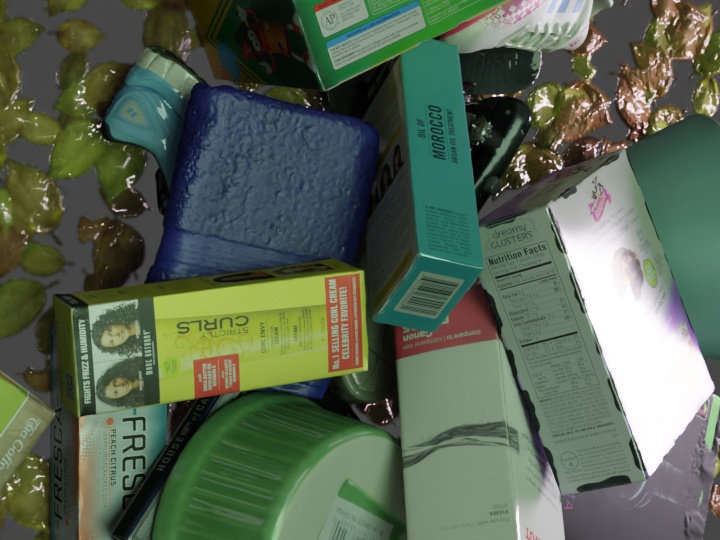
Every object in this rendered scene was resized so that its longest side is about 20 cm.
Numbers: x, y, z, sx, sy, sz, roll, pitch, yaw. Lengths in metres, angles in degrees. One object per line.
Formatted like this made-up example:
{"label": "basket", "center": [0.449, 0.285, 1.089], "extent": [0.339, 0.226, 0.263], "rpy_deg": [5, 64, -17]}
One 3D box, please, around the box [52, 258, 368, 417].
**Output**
{"label": "box", "center": [-0.095, 0.042, 0.998], "extent": [0.199, 0.050, 0.076], "rpy_deg": [-6, 102, -26]}

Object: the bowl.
{"label": "bowl", "center": [0.236, -0.019, 1.241], "extent": [0.105, 0.201, 0.202], "rpy_deg": [-9, 101, -9]}

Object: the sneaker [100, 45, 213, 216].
{"label": "sneaker", "center": [-0.104, -0.067, 1.106], "extent": [0.090, 0.078, 0.200], "rpy_deg": [-46, 112, 2]}

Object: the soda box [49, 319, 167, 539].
{"label": "soda box", "center": [-0.177, 0.133, 1.081], "extent": [0.068, 0.064, 0.201], "rpy_deg": [-2, 98, -30]}

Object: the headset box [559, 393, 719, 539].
{"label": "headset box", "center": [0.198, 0.160, 1.251], "extent": [0.200, 0.093, 0.175], "rpy_deg": [29, 68, -37]}

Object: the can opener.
{"label": "can opener", "center": [0.070, -0.050, 1.193], "extent": [0.079, 0.063, 0.200], "rpy_deg": [41, 79, -44]}

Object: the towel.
{"label": "towel", "center": [-0.073, -0.018, 1.055], "extent": [0.147, 0.050, 0.201], "rpy_deg": [12, 94, -29]}

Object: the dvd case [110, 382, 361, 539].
{"label": "dvd case", "center": [-0.081, 0.150, 1.116], "extent": [0.200, 0.025, 0.150], "rpy_deg": [-58, 134, -26]}

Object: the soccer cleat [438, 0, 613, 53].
{"label": "soccer cleat", "center": [0.136, -0.198, 1.187], "extent": [0.200, 0.070, 0.087], "rpy_deg": [-41, 108, -41]}

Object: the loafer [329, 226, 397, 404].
{"label": "loafer", "center": [0.000, 0.000, 1.152], "extent": [0.072, 0.063, 0.201], "rpy_deg": [10, 77, -24]}

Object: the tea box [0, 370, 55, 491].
{"label": "tea box", "center": [-0.320, 0.068, 0.912], "extent": [0.197, 0.200, 0.134], "rpy_deg": [42, 75, -28]}

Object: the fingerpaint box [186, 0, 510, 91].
{"label": "fingerpaint box", "center": [0.003, -0.200, 1.082], "extent": [0.200, 0.167, 0.074], "rpy_deg": [-28, 112, -23]}

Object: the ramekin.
{"label": "ramekin", "center": [-0.040, 0.189, 1.075], "extent": [0.200, 0.097, 0.201], "rpy_deg": [-10, 104, -49]}

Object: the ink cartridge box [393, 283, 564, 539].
{"label": "ink cartridge box", "center": [0.087, 0.131, 1.098], "extent": [0.147, 0.082, 0.201], "rpy_deg": [48, 35, -58]}

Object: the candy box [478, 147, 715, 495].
{"label": "candy box", "center": [0.167, 0.032, 1.103], "extent": [0.168, 0.071, 0.201], "rpy_deg": [-31, 102, -57]}

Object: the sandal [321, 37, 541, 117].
{"label": "sandal", "center": [0.062, -0.159, 1.189], "extent": [0.200, 0.048, 0.076], "rpy_deg": [-16, 104, -28]}

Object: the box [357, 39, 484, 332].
{"label": "box", "center": [0.039, -0.063, 1.070], "extent": [0.049, 0.082, 0.201], "rpy_deg": [11, 52, -19]}
